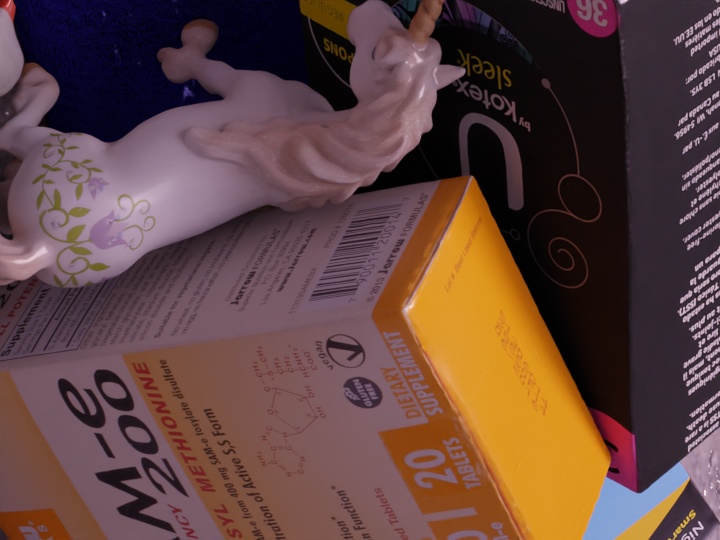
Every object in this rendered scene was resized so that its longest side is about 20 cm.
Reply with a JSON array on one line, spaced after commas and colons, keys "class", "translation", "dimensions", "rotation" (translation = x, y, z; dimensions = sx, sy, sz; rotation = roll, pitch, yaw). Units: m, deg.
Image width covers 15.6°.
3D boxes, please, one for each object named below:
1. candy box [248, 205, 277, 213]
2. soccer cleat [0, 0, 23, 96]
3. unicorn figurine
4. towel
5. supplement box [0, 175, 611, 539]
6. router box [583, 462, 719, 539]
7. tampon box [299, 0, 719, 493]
[{"class": "candy box", "translation": [0.000, 0.000, 1.040], "dimensions": [0.200, 0.055, 0.116], "rotation": [-56, 129, -31]}, {"class": "soccer cleat", "translation": [-0.184, -0.087, 0.809], "dimensions": [0.200, 0.069, 0.078], "rotation": [33, 76, -50]}, {"class": "unicorn figurine", "translation": [-0.051, -0.044, 0.860], "dimensions": [0.199, 0.137, 0.074], "rotation": [-35, 117, -4]}, {"class": "towel", "translation": [-0.067, -0.147, 0.928], "dimensions": [0.050, 0.147, 0.201], "rotation": [-136, -154, -71]}, {"class": "supplement box", "translation": [-0.034, 0.051, 0.882], "dimensions": [0.126, 0.199, 0.074], "rotation": [61, 36, -29]}, {"class": "router box", "translation": [0.039, 0.128, 1.017], "dimensions": [0.200, 0.051, 0.149], "rotation": [-48, 140, -8]}, {"class": "tampon box", "translation": [0.074, -0.057, 0.907], "dimensions": [0.126, 0.149, 0.201], "rotation": [-34, 134, -33]}]
